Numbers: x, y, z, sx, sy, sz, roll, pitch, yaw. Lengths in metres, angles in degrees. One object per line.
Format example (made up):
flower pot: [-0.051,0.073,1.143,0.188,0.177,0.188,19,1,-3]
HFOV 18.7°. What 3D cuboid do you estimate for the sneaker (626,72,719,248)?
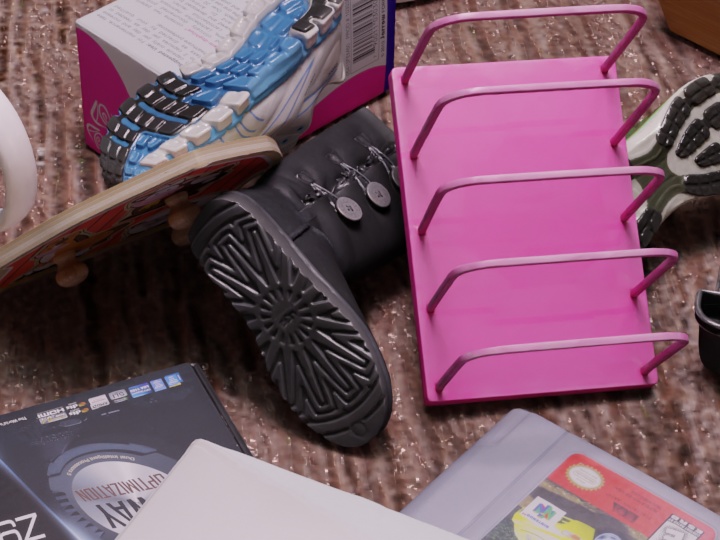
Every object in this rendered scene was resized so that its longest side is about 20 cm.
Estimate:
sneaker: [0.175,-0.064,1.377,0.199,0.077,0.088,-30,11,-26]

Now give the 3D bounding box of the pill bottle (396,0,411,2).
pill bottle: [0.003,-0.296,1.628,0.115,0.117,0.200,-13,41,-17]

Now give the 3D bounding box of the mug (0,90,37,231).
mug: [-0.275,-0.093,1.322,0.199,0.176,0.148,26,45,26]

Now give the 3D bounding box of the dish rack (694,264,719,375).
dish rack: [0.286,0.001,1.325,0.152,0.055,0.201,11,40,10]

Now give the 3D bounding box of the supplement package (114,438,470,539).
supplement package: [-0.041,0.217,0.976,0.190,0.148,0.200,19,42,20]

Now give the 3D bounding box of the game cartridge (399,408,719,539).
game cartridge: [0.118,0.157,1.141,0.199,0.041,0.133,28,52,30]

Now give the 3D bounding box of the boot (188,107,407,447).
boot: [0.000,-0.001,1.303,0.166,0.065,0.200,58,29,-1]

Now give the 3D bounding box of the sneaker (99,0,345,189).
sneaker: [-0.073,-0.094,1.339,0.075,0.087,0.200,26,54,38]

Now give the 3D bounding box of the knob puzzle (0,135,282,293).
knob puzzle: [-0.126,-0.028,1.273,0.218,0.219,0.031,-22,86,-26]

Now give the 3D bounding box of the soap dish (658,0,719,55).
soap dish: [0.324,-0.192,1.539,0.199,0.082,0.157,31,48,32]

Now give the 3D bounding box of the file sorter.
file sorter: [0.102,-0.038,1.233,0.138,0.125,0.202,-4,77,-9]

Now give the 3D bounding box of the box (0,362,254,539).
box: [-0.149,0.137,1.151,0.198,0.044,0.160,-15,42,-19]

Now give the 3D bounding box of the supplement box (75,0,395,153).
supplement box: [-0.080,-0.142,1.448,0.103,0.102,0.199,32,48,32]
